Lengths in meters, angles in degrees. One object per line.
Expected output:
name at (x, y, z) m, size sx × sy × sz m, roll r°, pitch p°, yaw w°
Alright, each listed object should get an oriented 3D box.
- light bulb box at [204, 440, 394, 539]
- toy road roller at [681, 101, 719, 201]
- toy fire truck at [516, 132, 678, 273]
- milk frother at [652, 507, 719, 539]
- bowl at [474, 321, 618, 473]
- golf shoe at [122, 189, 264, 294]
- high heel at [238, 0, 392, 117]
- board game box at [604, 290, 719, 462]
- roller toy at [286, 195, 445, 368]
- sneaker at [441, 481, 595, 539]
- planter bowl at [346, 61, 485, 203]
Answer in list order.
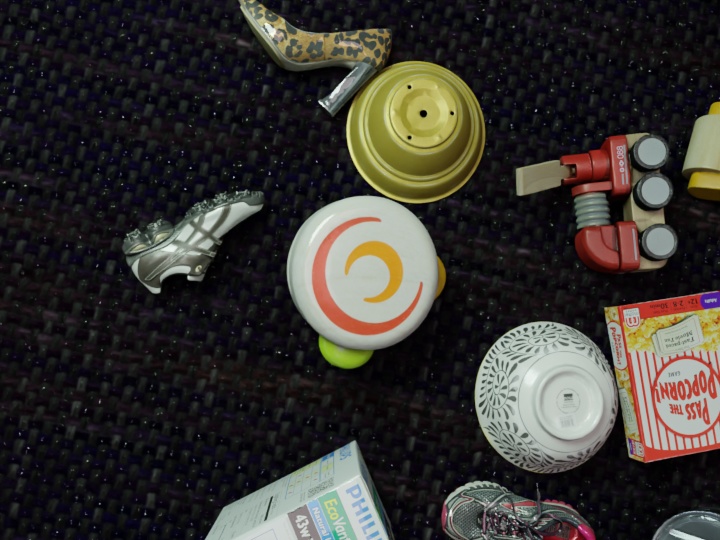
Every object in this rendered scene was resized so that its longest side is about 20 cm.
light bulb box at (-0.065, 0.316, 0.777) m, size 0.197 × 0.198 × 0.127 m, roll -25°, pitch 88°, yaw -4°
toy road roller at (0.558, -0.140, 0.905) m, size 0.197 × 0.145 × 0.125 m, roll 15°, pitch 83°, yaw 37°
toy fire truck at (0.305, -0.086, 0.881) m, size 0.196 × 0.129 × 0.180 m, roll -4°, pitch 85°, yaw 9°
milk frother at (0.407, 0.397, 0.778) m, size 0.179 × 0.187 × 0.203 m, roll -33°, pitch 59°, yaw 21°
bowl at (0.254, 0.167, 0.859) m, size 0.196 × 0.094 × 0.205 m, roll 0°, pitch 84°, yaw -2°
golf shoe at (-0.209, -0.040, 0.877) m, size 0.197 × 0.078 × 0.096 m, roll -24°, pitch 103°, yaw -3°
high heel at (-0.057, -0.330, 0.900) m, size 0.143 × 0.071 × 0.200 m, roll -46°, pitch 102°, yaw -2°
board game box at (0.420, 0.139, 0.888) m, size 0.148 × 0.046 × 0.204 m, roll -8°, pitch 85°, yaw -8°
roller toy at (0.000, 0.000, 0.840) m, size 0.199 × 0.140 × 0.184 m, roll -35°, pitch 98°, yaw -8°
sneaker at (0.202, 0.321, 0.851) m, size 0.196 × 0.075 × 0.082 m, roll 5°, pitch 84°, yaw -1°
planter bowl at (0.080, -0.199, 0.891) m, size 0.196 × 0.083 × 0.205 m, roll 0°, pitch 85°, yaw -3°
